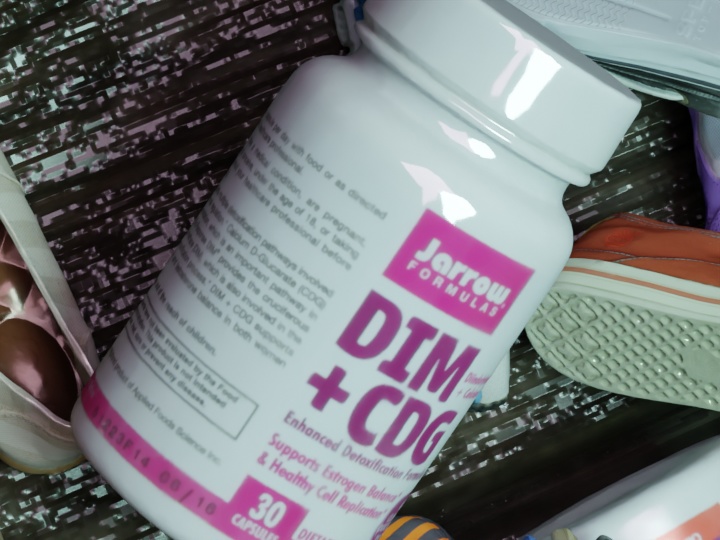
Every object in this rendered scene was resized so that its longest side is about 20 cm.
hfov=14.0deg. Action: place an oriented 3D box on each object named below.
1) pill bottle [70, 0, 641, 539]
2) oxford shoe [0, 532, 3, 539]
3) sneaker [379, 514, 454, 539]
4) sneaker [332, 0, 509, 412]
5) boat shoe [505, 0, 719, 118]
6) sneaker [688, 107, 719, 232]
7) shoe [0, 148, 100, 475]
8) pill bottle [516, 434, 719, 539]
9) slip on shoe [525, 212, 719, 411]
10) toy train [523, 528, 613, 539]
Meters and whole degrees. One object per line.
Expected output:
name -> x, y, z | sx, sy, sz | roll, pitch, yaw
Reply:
pill bottle -> 0.000, 0.000, 0.982 | 0.113, 0.113, 0.200 | 33, 99, -5
oxford shoe -> -0.168, 0.080, 1.003 | 0.071, 0.071, 0.201 | -6, 101, 13
sneaker -> -0.040, 0.152, 1.007 | 0.077, 0.112, 0.200 | 30, 73, 32
sneaker -> 0.047, -0.049, 1.086 | 0.086, 0.075, 0.201 | -6, 83, -18
boat shoe -> 0.107, -0.088, 1.042 | 0.199, 0.071, 0.072 | 26, 70, 21
sneaker -> 0.145, -0.085, 1.111 | 0.088, 0.080, 0.201 | 10, 98, 26
shoe -> -0.149, -0.019, 1.048 | 0.070, 0.053, 0.201 | -33, 90, -14
pill bottle -> 0.135, 0.170, 1.048 | 0.111, 0.111, 0.201 | -28, 88, -14
slip on shoe -> 0.158, 0.022, 1.043 | 0.199, 0.074, 0.061 | 14, 47, 22
toy train -> 0.020, 0.166, 0.995 | 0.046, 0.034, 0.200 | 34, 100, -10
